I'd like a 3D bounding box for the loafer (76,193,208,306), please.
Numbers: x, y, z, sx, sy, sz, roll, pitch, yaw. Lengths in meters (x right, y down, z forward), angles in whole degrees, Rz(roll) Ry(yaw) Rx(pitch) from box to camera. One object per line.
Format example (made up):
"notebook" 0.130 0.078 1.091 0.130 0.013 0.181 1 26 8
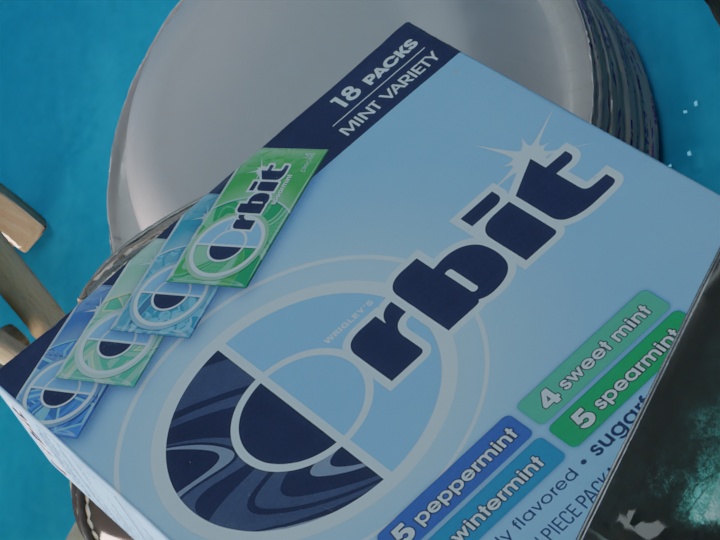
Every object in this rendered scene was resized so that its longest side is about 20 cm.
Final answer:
"loafer" 0.000 0.000 0.831 0.198 0.063 0.072 -11 92 9

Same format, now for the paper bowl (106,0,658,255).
"paper bowl" -0.002 -0.042 0.937 0.199 0.104 0.202 -12 65 27

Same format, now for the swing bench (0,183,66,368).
"swing bench" -0.202 0.063 0.972 0.199 0.130 0.200 -48 36 7

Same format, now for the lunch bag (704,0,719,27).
"lunch bag" 0.192 -0.085 0.796 0.200 0.164 0.118 37 87 36

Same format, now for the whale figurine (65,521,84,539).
"whale figurine" -0.056 0.159 0.867 0.103 0.159 0.201 11 61 18

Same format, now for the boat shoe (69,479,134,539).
"boat shoe" 0.007 0.060 0.789 0.199 0.066 0.072 -5 105 4

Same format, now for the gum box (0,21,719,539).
"gum box" 0.016 0.029 0.724 0.170 0.045 0.200 -42 42 -14

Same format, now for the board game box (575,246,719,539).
"board game box" 0.134 0.037 0.592 0.135 0.028 0.201 28 101 14
